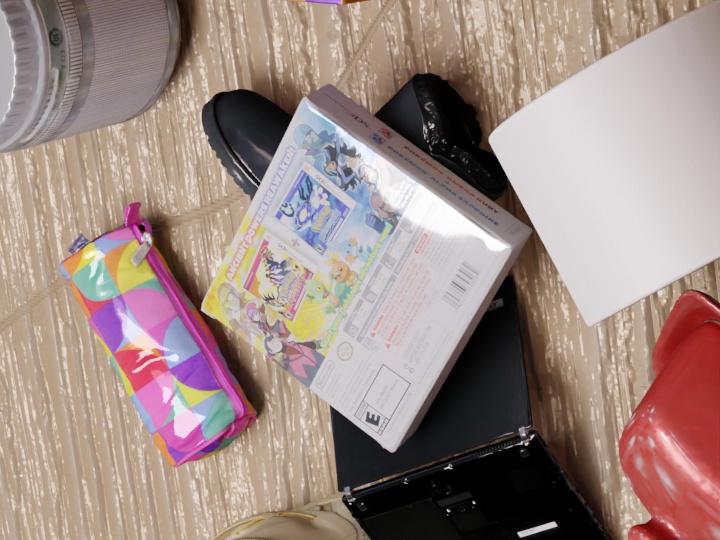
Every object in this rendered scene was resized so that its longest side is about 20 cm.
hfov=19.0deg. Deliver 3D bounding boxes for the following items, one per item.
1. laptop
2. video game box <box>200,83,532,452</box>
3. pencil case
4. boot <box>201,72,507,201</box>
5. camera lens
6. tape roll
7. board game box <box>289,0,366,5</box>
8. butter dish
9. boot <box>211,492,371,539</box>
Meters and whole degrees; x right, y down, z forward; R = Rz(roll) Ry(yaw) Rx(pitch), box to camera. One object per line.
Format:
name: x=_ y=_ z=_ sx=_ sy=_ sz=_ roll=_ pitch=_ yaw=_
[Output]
laptop: x=0.081 y=0.135 z=1.604 sx=0.177 sy=0.103 sz=0.200 roll=-22 pitch=115 yaw=32
video game box: x=0.000 y=0.000 z=1.526 sx=0.182 sy=0.047 sz=0.200 roll=35 pitch=123 yaw=10
pencil case: x=-0.159 y=0.053 z=1.684 sx=0.088 sy=0.088 sz=0.201 roll=-32 pitch=85 yaw=31
boot: x=-0.002 y=-0.093 z=1.563 sx=0.168 sy=0.076 sz=0.200 roll=-43 pitch=82 yaw=32
camera lens: x=-0.244 y=-0.175 z=1.610 sx=0.159 sy=0.200 sz=0.161 roll=10 pitch=108 yaw=31
tape roll: x=0.200 y=-0.072 z=1.369 sx=0.202 sy=0.202 sz=0.140 roll=-30 pitch=86 yaw=31
board game box: x=-0.045 y=-0.294 z=1.472 sx=0.199 sy=0.200 sz=0.201 roll=8 pitch=104 yaw=28
butter dish: x=0.234 y=0.138 z=1.391 sx=0.148 sy=0.200 sz=0.200 roll=-42 pitch=76 yaw=-14
boot: x=-0.093 y=0.236 z=1.640 sx=0.199 sy=0.155 sz=0.073 roll=-23 pitch=89 yaw=32
